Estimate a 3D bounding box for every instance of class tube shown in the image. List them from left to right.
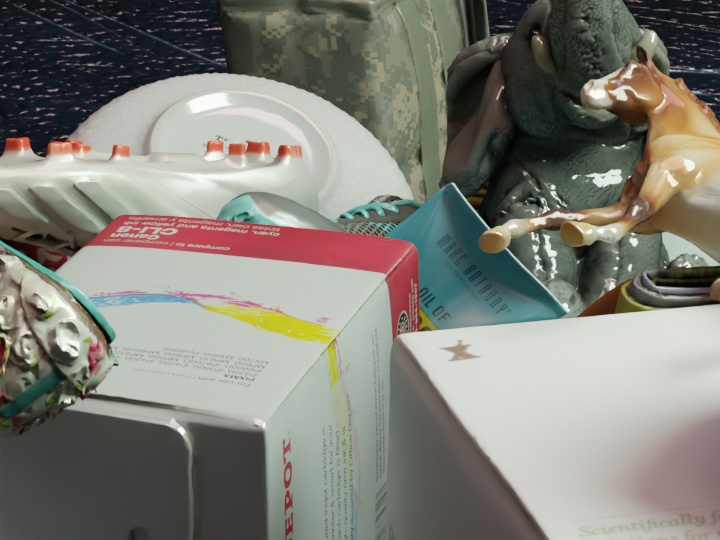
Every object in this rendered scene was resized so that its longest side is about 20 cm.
[{"bbox_3d":[-0.007,0.035,1.294,0.200,0.077,0.050,-32,23,31],"label":"tube"}]

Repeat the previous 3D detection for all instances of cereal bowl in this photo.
[{"bbox_3d":[-0.063,-0.031,1.468,0.200,0.083,0.200,7,45,-7],"label":"cereal bowl"}]

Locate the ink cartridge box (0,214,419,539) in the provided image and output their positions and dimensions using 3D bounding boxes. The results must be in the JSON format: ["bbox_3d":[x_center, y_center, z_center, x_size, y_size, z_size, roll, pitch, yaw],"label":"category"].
[{"bbox_3d":[-0.070,0.080,1.197,0.145,0.145,0.200,6,21,16],"label":"ink cartridge box"}]

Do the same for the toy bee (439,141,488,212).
[{"bbox_3d":[0.106,-0.019,1.550,0.109,0.200,0.131,-15,39,50],"label":"toy bee"}]

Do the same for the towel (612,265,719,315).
[{"bbox_3d":[0.155,0.067,1.192,0.144,0.200,0.023,-4,46,-18],"label":"towel"}]

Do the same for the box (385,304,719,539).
[{"bbox_3d":[0.127,0.126,1.050,0.199,0.171,0.200,-5,23,-15],"label":"box"}]

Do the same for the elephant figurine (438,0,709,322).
[{"bbox_3d":[0.100,-0.065,1.330,0.141,0.200,0.155,2,-1,-45],"label":"elephant figurine"}]

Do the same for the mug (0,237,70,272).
[{"bbox_3d":[-0.231,0.029,1.346,0.177,0.133,0.200,9,21,18],"label":"mug"}]

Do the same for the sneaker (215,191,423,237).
[{"bbox_3d":[0.000,0.000,1.370,0.078,0.091,0.200,-20,-35,31],"label":"sneaker"}]

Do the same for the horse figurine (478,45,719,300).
[{"bbox_3d":[0.144,-0.015,1.092,0.200,0.050,0.133,24,34,32],"label":"horse figurine"}]

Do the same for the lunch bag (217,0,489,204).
[{"bbox_3d":[0.015,-0.101,1.643,0.118,0.164,0.200,5,21,25],"label":"lunch bag"}]

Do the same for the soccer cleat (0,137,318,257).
[{"bbox_3d":[-0.109,-0.021,1.344,0.200,0.078,0.069,0,5,-27],"label":"soccer cleat"}]

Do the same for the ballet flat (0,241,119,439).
[{"bbox_3d":[-0.157,0.013,1.095,0.064,0.076,0.200,-46,27,-10],"label":"ballet flat"}]

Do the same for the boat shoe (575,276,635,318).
[{"bbox_3d":[0.093,0.068,1.260,0.070,0.070,0.200,25,-31,-24],"label":"boat shoe"}]

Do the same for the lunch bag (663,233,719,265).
[{"bbox_3d":[0.228,0.017,1.412,0.200,0.122,0.170,-1,21,-20],"label":"lunch bag"}]
